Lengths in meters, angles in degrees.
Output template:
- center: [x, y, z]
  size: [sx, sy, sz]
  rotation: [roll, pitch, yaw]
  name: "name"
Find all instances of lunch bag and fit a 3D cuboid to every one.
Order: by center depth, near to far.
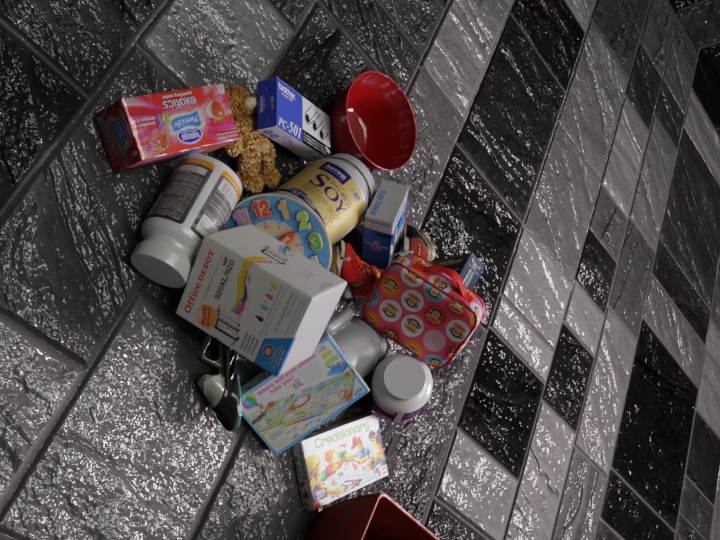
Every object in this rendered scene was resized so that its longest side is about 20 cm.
- center: [0.119, 0.062, 1.397]
  size: [0.200, 0.176, 0.082]
  rotation: [35, 32, 6]
  name: "lunch bag"

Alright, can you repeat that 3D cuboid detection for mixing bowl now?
- center: [0.008, -0.290, 1.558]
  size: [0.200, 0.108, 0.200]
  rotation: [10, 76, -44]
  name: "mixing bowl"

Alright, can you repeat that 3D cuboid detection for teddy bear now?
- center: [-0.194, -0.236, 1.379]
  size: [0.145, 0.067, 0.200]
  rotation: [0, 83, -47]
  name: "teddy bear"

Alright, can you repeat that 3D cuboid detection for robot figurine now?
- center: [-0.030, 0.156, 1.436]
  size: [0.200, 0.113, 0.170]
  rotation: [-33, 126, -42]
  name: "robot figurine"

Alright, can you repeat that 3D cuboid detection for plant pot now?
- center: [-0.003, 0.519, 1.353]
  size: [0.200, 0.176, 0.200]
  rotation: [47, 54, -29]
  name: "plant pot"

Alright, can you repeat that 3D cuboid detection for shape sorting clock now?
- center: [-0.148, -0.033, 1.310]
  size: [0.039, 0.200, 0.200]
  rotation: [-55, 126, -72]
  name: "shape sorting clock"

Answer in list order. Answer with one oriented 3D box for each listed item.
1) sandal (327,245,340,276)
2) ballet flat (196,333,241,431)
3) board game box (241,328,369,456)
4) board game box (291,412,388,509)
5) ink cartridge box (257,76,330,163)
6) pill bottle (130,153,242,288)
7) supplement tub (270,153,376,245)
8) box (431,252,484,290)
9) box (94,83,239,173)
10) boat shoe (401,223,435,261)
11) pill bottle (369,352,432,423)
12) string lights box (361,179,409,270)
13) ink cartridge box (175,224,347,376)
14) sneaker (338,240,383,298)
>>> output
- center: [-0.076, 0.028, 1.389]
  size: [0.054, 0.200, 0.080]
  rotation: [1, 52, -14]
  name: "sandal"
- center: [-0.235, 0.164, 1.275]
  size: [0.068, 0.068, 0.200]
  rotation: [12, 63, -32]
  name: "ballet flat"
- center: [-0.103, 0.211, 1.327]
  size: [0.200, 0.034, 0.134]
  rotation: [-34, 112, -1]
  name: "board game box"
- center: [-0.036, 0.354, 1.450]
  size: [0.200, 0.035, 0.126]
  rotation: [-11, 90, -45]
  name: "board game box"
- center: [-0.120, -0.273, 1.429]
  size: [0.200, 0.044, 0.094]
  rotation: [23, 63, -61]
  name: "ink cartridge box"
- center: [-0.279, -0.079, 1.234]
  size: [0.116, 0.116, 0.200]
  rotation: [42, 56, -31]
  name: "pill bottle"
- center: [-0.076, -0.118, 1.419]
  size: [0.200, 0.145, 0.145]
  rotation: [-44, 113, -40]
  name: "supplement tub"
- center: [0.135, 0.048, 1.557]
  size: [0.051, 0.200, 0.158]
  rotation: [50, 51, -22]
  name: "box"
- center: [-0.308, -0.232, 1.246]
  size: [0.200, 0.095, 0.100]
  rotation: [-23, 99, -44]
  name: "box"
- center: [0.116, -0.053, 1.584]
  size: [0.200, 0.063, 0.071]
  rotation: [-85, 178, -78]
  name: "boat shoe"
- center: [0.076, 0.222, 1.461]
  size: [0.112, 0.200, 0.113]
  rotation: [1, 71, -2]
  name: "pill bottle"
- center: [0.044, -0.069, 1.502]
  size: [0.200, 0.059, 0.103]
  rotation: [94, 16, -53]
  name: "string lights box"
- center: [-0.157, 0.042, 1.222]
  size: [0.147, 0.200, 0.145]
  rotation: [-65, 166, 18]
  name: "ink cartridge box"
- center: [0.000, 0.000, 1.456]
  size: [0.200, 0.085, 0.077]
  rotation: [63, 35, -69]
  name: "sneaker"
